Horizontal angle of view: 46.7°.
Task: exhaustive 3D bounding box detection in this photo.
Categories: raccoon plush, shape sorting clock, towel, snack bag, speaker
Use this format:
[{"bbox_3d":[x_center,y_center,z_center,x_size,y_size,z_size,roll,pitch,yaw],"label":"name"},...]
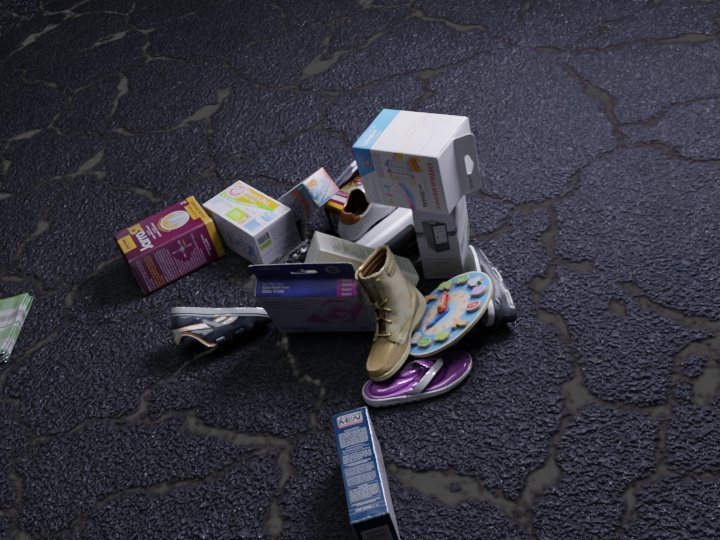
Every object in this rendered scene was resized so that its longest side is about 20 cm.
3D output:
[{"bbox_3d":[-0.102,0.015,1.690,0.097,0.134,0.200,-40,11,-6],"label":"raccoon plush"},{"bbox_3d":[0.152,0.075,1.487,0.200,0.039,0.200,-41,18,16],"label":"shape sorting clock"},{"bbox_3d":[-0.801,0.128,1.792,0.148,0.031,0.201,-10,40,6],"label":"towel"},{"bbox_3d":[0.014,-0.247,1.883,0.021,0.189,0.200,48,63,-1],"label":"snack bag"},{"bbox_3d":[0.046,-0.054,1.698,0.200,0.082,0.081,-38,45,-26],"label":"speaker"}]

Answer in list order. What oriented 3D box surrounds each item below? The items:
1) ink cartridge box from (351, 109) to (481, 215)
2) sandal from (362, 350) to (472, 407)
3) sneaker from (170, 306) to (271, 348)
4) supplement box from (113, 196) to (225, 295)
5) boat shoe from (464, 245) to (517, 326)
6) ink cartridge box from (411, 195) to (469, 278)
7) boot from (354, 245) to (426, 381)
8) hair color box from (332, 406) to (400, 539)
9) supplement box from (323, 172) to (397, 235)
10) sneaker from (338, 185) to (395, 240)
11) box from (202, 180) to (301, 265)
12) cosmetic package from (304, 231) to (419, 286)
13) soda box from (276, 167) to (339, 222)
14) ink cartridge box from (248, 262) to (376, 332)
[{"bbox_3d":[0.110,-0.194,1.488,0.199,0.129,0.125,12,48,32],"label":"ink cartridge box"},{"bbox_3d":[0.099,0.181,1.430,0.201,0.050,0.083,-21,40,-7],"label":"sandal"},{"bbox_3d":[-0.265,0.110,1.613,0.198,0.078,0.080,-1,83,-3],"label":"sneaker"},{"bbox_3d":[-0.419,-0.057,1.829,0.199,0.104,0.131,-29,42,-16],"label":"supplement box"},{"bbox_3d":[0.239,0.028,1.552,0.060,0.076,0.201,-1,45,-8],"label":"boat shoe"},{"bbox_3d":[0.158,-0.106,1.627,0.083,0.201,0.146,-2,41,15],"label":"ink cartridge box"},{"bbox_3d":[0.036,0.073,1.442,0.072,0.156,0.201,-1,46,38],"label":"boot"},{"bbox_3d":[0.008,0.318,1.261,0.060,0.101,0.201,-15,39,2],"label":"hair color box"},{"bbox_3d":[0.030,-0.155,1.814,0.110,0.086,0.200,23,53,37],"label":"supplement box"},{"bbox_3d":[0.026,-0.149,1.686,0.072,0.085,0.200,24,53,22],"label":"sneaker"},{"bbox_3d":[-0.238,-0.100,1.823,0.112,0.102,0.199,-38,45,-25],"label":"box"},{"bbox_3d":[0.000,0.000,1.565,0.198,0.072,0.105,16,19,-13],"label":"cosmetic package"},{"bbox_3d":[-0.126,-0.152,1.797,0.068,0.064,0.200,-42,9,-29],"label":"soda box"},{"bbox_3d":[-0.085,0.054,1.521,0.195,0.200,0.044,-2,61,16],"label":"ink cartridge box"}]
